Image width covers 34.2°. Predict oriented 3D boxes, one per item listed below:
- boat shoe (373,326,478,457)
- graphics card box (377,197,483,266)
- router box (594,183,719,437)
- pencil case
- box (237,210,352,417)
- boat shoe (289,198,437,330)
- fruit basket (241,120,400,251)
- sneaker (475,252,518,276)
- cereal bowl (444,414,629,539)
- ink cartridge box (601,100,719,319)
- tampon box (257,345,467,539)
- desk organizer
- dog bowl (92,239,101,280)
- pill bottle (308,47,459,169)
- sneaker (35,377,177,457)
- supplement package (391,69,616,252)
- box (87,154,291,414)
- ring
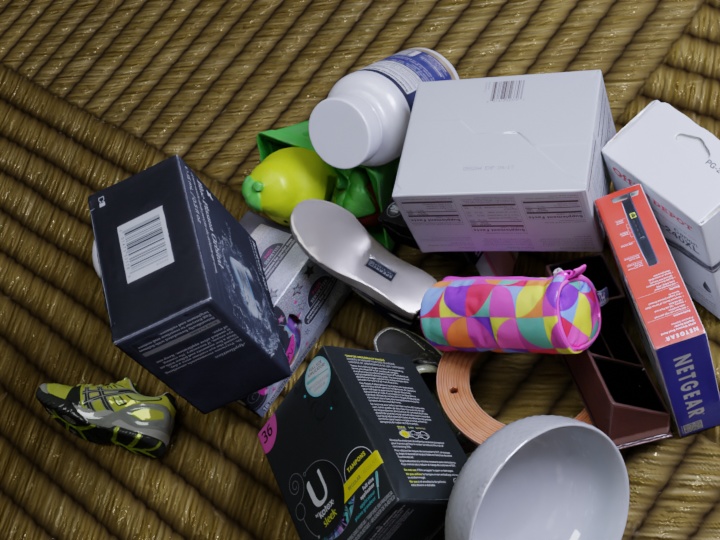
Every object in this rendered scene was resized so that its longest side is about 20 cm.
[{"bbox_3d":[0.074,0.125,1.303,0.072,0.066,0.201,-37,52,-1],"label":"boat shoe"},{"bbox_3d":[0.125,-0.108,1.346,0.125,0.051,0.200,20,68,38],"label":"graphics card box"},{"bbox_3d":[0.298,0.042,1.160,0.049,0.200,0.180,-20,53,10],"label":"router box"},{"bbox_3d":[0.154,0.042,1.200,0.200,0.088,0.088,-6,55,46],"label":"pencil case"},{"bbox_3d":[-0.127,0.050,1.417,0.132,0.115,0.200,25,74,36],"label":"box"},{"bbox_3d":[0.000,0.000,1.358,0.200,0.093,0.075,38,72,7],"label":"boat shoe"},{"bbox_3d":[-0.056,-0.095,1.432,0.215,0.156,0.216,-6,37,5],"label":"fruit basket"},{"bbox_3d":[0.177,-0.073,1.372,0.105,0.075,0.200,-19,49,21],"label":"sneaker"},{"bbox_3d":[0.158,0.230,1.123,0.200,0.200,0.083,-53,33,-12],"label":"cereal bowl"},{"bbox_3d":[0.340,-0.059,1.204,0.083,0.200,0.145,-41,51,-4],"label":"ink cartridge box"},{"bbox_3d":[0.007,0.202,1.214,0.150,0.126,0.200,-54,46,28],"label":"tampon box"},{"bbox_3d":[0.253,0.080,1.212,0.072,0.077,0.200,-13,46,-5],"label":"desk organizer"},{"bbox_3d":[-0.273,-0.038,1.581,0.200,0.059,0.200,-12,56,19],"label":"dog bowl"},{"bbox_3d":[0.028,-0.186,1.365,0.111,0.111,0.200,10,27,31],"label":"pill bottle"},{"bbox_3d":[-0.315,0.173,1.466,0.200,0.075,0.076,14,59,21],"label":"sneaker"},{"bbox_3d":[0.155,-0.112,1.226,0.200,0.111,0.156,0,58,23],"label":"supplement package"},{"bbox_3d":[-0.183,0.018,1.265,0.117,0.200,0.197,-24,56,9],"label":"box"},{"bbox_3d":[0.181,0.122,1.246,0.200,0.019,0.201,-3,45,3],"label":"ring"}]
